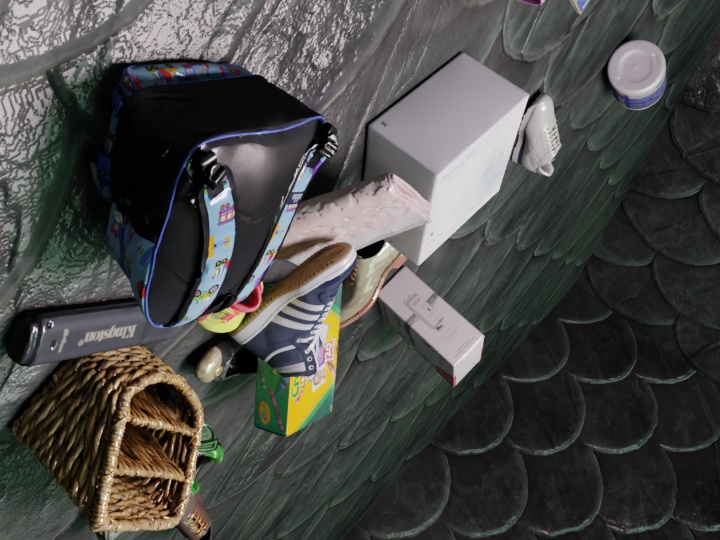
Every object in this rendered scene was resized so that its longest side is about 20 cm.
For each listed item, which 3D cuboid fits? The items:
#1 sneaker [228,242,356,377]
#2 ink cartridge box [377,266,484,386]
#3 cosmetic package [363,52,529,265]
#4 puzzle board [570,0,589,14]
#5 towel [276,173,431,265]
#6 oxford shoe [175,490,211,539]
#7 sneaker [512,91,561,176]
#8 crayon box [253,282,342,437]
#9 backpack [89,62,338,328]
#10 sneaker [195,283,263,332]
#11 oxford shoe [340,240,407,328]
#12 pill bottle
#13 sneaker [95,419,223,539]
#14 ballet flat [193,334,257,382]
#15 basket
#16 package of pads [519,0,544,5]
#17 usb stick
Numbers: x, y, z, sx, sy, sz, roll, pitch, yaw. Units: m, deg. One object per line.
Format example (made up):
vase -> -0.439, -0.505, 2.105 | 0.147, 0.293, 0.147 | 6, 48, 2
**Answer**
sneaker -> -0.057, 0.054, 0.925 | 0.200, 0.109, 0.070 | -36, -162, 25
ink cartridge box -> 0.129, 0.105, 1.423 | 0.083, 0.200, 0.147 | -43, 159, -11
cosmetic package -> 0.111, -0.152, 1.055 | 0.199, 0.123, 0.201 | -42, 157, -26
puzzle board -> 0.319, -0.435, 0.959 | 0.201, 0.017, 0.151 | -57, 161, 15
towel -> -0.026, -0.053, 0.898 | 0.199, 0.032, 0.191 | -19, 167, 17
oxford shoe -> -0.267, 0.380, 1.205 | 0.071, 0.073, 0.200 | -43, 158, -22
sneaker -> 0.349, -0.259, 1.458 | 0.076, 0.080, 0.200 | -44, 158, -15
crayon box -> -0.085, 0.113, 1.053 | 0.119, 0.058, 0.202 | -14, 111, -59
backpack -> -0.135, -0.058, 0.650 | 0.182, 0.134, 0.201 | -27, 148, -50
sneaker -> -0.147, 0.025, 0.836 | 0.078, 0.090, 0.200 | -45, 161, -22
oxford shoe -> 0.000, 0.000, 1.182 | 0.074, 0.071, 0.200 | 29, 100, -45
pill bottle -> 0.621, -0.428, 1.708 | 0.120, 0.120, 0.200 | -55, 160, 10
sneaker -> -0.269, 0.283, 1.017 | 0.200, 0.085, 0.078 | -44, 159, -20
ballet flat -> -0.153, 0.119, 1.032 | 0.067, 0.057, 0.200 | -56, 160, 17
basket -> -0.235, 0.176, 0.815 | 0.143, 0.149, 0.200 | -49, 159, -7
package of pads -> 0.267, -0.439, 0.971 | 0.200, 0.076, 0.121 | -43, 156, -25
usb stick -> -0.250, 0.056, 0.746 | 0.056, 0.033, 0.200 | -60, 158, 17
